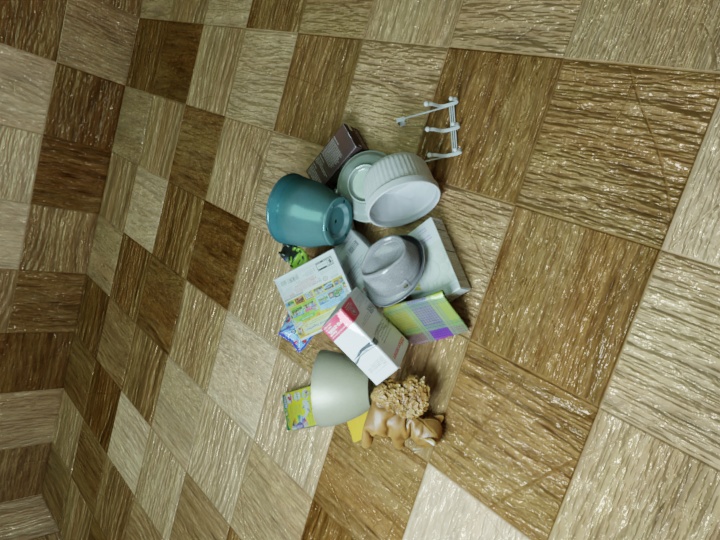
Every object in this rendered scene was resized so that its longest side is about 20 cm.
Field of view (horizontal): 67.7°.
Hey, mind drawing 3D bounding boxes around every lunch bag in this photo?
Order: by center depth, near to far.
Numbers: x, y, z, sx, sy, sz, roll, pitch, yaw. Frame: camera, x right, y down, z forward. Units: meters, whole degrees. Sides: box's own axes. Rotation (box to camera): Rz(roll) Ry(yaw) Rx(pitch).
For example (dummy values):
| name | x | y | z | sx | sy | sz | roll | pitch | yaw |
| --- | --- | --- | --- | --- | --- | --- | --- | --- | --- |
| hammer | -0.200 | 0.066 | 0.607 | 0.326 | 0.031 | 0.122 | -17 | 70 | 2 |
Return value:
| name | x | y | z | sx | sy | sz | roll | pitch | yaw |
| --- | --- | --- | --- | --- | --- | --- | --- | --- | --- |
| lunch bag | -0.130 | 0.118 | 1.570 | 0.199 | 0.094 | 0.152 | -40 | 17 | 31 |

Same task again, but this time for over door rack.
| name | x | y | z | sx | sy | sz | roll | pitch | yaw |
| --- | --- | --- | --- | --- | --- | --- | --- | --- | --- |
| over door rack | 0.169 | -0.356 | 1.410 | 0.197 | 0.066 | 0.152 | -10 | 79 | 41 |

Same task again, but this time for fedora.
| name | x | y | z | sx | sy | sz | roll | pitch | yaw |
| --- | --- | --- | --- | --- | --- | --- | --- | --- | --- |
| fedora | 0.066 | -0.014 | 1.348 | 0.198 | 0.090 | 0.180 | -32 | 54 | 21 |

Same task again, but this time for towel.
| name | x | y | z | sx | sy | sz | roll | pitch | yaw |
| --- | --- | --- | --- | --- | --- | --- | --- | --- | --- |
| towel | 0.160 | 0.121 | 1.345 | 0.197 | 0.144 | 0.023 | -20 | 30 | 40 |

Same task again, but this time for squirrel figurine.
| name | x | y | z | sx | sy | sz | roll | pitch | yaw |
| --- | --- | --- | --- | --- | --- | --- | --- | --- | --- |
| squirrel figurine | 0.115 | 0.358 | 1.321 | 0.183 | 0.142 | 0.204 | 17 | 122 | 20 |

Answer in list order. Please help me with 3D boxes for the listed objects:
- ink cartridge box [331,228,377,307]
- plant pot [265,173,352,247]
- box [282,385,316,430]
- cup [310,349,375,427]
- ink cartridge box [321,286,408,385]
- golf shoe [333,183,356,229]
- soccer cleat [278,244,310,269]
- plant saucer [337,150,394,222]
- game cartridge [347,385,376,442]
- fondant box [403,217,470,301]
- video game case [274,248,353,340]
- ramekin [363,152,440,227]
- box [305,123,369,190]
| name | x | y | z | sx | sy | sz | roll | pitch | yaw |
| --- | --- | --- | --- | --- | --- | --- | --- | --- | --- |
| ink cartridge box | 0.000 | 0.000 | 1.504 | 0.145 | 0.083 | 0.200 | -52 | 54 | 12 |
| plant pot | -0.130 | -0.155 | 1.492 | 0.185 | 0.198 | 0.205 | 16 | 96 | 32 |
| box | -0.163 | 0.422 | 1.653 | 0.197 | 0.048 | 0.120 | -23 | 72 | 36 |
| cup | -0.037 | 0.315 | 1.436 | 0.139 | 0.200 | 0.206 | -3 | 83 | 12 |
| ink cartridge box | 0.016 | 0.162 | 1.340 | 0.200 | 0.145 | 0.084 | 46 | 116 | -3 |
| golf shoe | -0.044 | -0.162 | 1.587 | 0.093 | 0.077 | 0.205 | 21 | 109 | 34 |
| soccer cleat | -0.177 | -0.033 | 1.571 | 0.066 | 0.083 | 0.199 | -61 | 30 | 2 |
| plant saucer | 0.019 | -0.239 | 1.500 | 0.195 | 0.050 | 0.206 | -1 | 87 | 18 |
| game cartridge | 0.014 | 0.357 | 1.512 | 0.175 | 0.032 | 0.204 | -34 | 67 | 35 |
| fondant box | 0.179 | -0.010 | 1.375 | 0.143 | 0.058 | 0.204 | -35 | 63 | 35 |
| video game case | -0.116 | 0.067 | 1.449 | 0.197 | 0.023 | 0.185 | -26 | 88 | 17 |
| ramekin | 0.098 | -0.210 | 1.375 | 0.199 | 0.198 | 0.107 | -34 | 61 | 34 |
| box | -0.070 | -0.329 | 1.621 | 0.200 | 0.074 | 0.102 | -45 | 58 | 32 |
